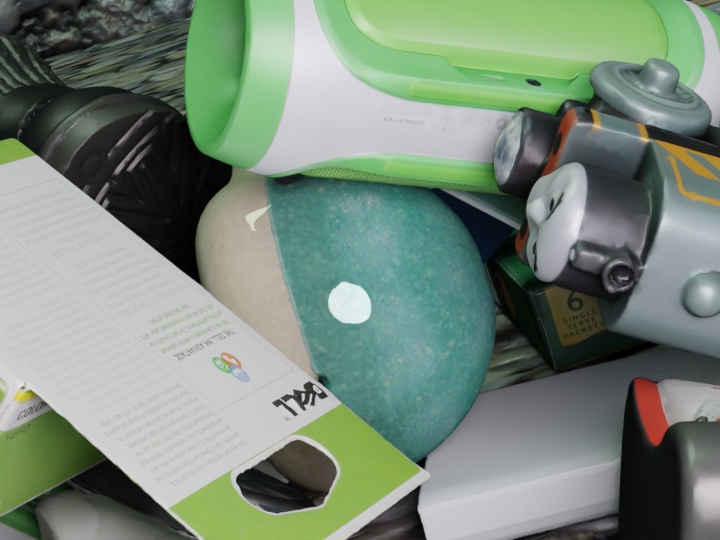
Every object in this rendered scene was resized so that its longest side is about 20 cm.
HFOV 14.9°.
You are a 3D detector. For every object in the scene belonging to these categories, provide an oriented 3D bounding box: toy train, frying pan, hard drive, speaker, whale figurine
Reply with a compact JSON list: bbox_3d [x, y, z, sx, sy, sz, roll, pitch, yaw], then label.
[{"bbox_3d":[0.144,-0.007,0.949,0.199,0.085,0.114,16,24,-12],"label":"toy train"},{"bbox_3d":[-0.052,0.091,1.007,0.115,0.031,0.190,20,1,-14],"label":"frying pan"},{"bbox_3d":[0.125,0.057,1.063,0.199,0.027,0.132,-14,13,9],"label":"hard drive"},{"bbox_3d":[0.040,-0.069,1.012,0.199,0.089,0.088,5,4,-22],"label":"speaker"},{"bbox_3d":[0.000,0.000,1.088,0.103,0.160,0.200,-17,20,8],"label":"whale figurine"}]

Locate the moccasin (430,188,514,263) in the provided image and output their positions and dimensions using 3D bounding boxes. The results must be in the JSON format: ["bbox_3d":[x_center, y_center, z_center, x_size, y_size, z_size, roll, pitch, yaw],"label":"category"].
[{"bbox_3d":[0.026,-0.020,1.316,0.200,0.080,0.068,-37,31,13],"label":"moccasin"}]

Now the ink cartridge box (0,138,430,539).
[{"bbox_3d":[-0.096,0.051,0.933,0.076,0.200,0.148,-56,-12,22],"label":"ink cartridge box"}]

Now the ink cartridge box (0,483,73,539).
[{"bbox_3d":[-0.200,0.040,1.054,0.084,0.146,0.200,-41,49,14],"label":"ink cartridge box"}]

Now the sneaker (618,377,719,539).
[{"bbox_3d":[0.144,0.072,0.897,0.107,0.068,0.201,2,0,-1],"label":"sneaker"}]

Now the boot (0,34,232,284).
[{"bbox_3d":[-0.133,-0.051,1.145,0.158,0.080,0.211,30,-2,19],"label":"boot"}]

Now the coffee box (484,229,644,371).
[{"bbox_3d":[0.123,-0.009,1.313,0.123,0.044,0.200,-19,12,-5],"label":"coffee box"}]

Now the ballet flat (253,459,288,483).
[{"bbox_3d":[-0.050,0.067,1.157,0.069,0.070,0.200,-4,18,47],"label":"ballet flat"}]

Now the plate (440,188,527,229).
[{"bbox_3d":[0.067,-0.033,1.128,0.200,0.026,0.200,27,4,-2],"label":"plate"}]

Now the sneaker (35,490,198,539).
[{"bbox_3d":[-0.046,0.119,0.922,0.088,0.075,0.200,-20,23,-20],"label":"sneaker"}]
